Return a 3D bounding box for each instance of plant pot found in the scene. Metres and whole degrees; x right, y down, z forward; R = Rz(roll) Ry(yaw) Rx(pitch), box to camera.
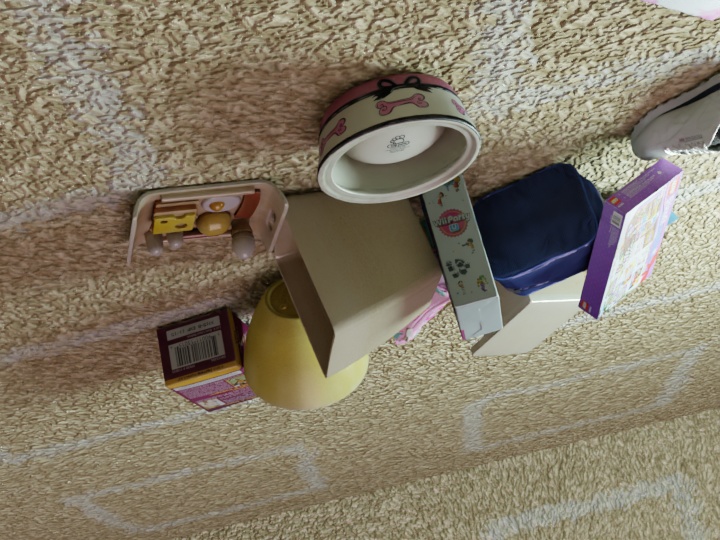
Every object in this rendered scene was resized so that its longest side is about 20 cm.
[{"bbox_3d":[0.000,0.000,1.612,0.175,0.202,0.200,-20,161,-13],"label":"plant pot"},{"bbox_3d":[-0.091,0.091,1.812,0.197,0.201,0.143,-11,132,-6],"label":"plant pot"}]

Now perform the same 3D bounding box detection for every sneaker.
[{"bbox_3d":[0.436,-0.185,1.549,0.076,0.081,0.200,0,158,-36],"label":"sneaker"}]

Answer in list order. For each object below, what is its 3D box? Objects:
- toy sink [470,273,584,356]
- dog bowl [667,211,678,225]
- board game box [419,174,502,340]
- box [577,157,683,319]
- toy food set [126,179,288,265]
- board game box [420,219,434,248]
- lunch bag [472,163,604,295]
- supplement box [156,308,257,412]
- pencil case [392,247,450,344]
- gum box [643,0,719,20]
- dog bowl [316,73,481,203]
[{"bbox_3d":[0.269,0.049,1.991,0.129,0.113,0.200,-1,151,-29],"label":"toy sink"},{"bbox_3d":[0.394,-0.060,1.793,0.199,0.050,0.111,-27,178,-32],"label":"dog bowl"},{"bbox_3d":[0.133,-0.026,1.593,0.063,0.202,0.148,-15,158,2],"label":"board game box"},{"bbox_3d":[0.373,-0.042,1.641,0.136,0.039,0.202,-33,145,-33],"label":"box"},{"bbox_3d":[-0.201,-0.051,1.524,0.197,0.061,0.144,-7,158,-17],"label":"toy food set"},{"bbox_3d":[0.135,-0.019,1.828,0.198,0.047,0.151,4,153,-38],"label":"board game box"},{"bbox_3d":[0.259,-0.049,1.700,0.198,0.137,0.132,-22,157,21],"label":"lunch bag"},{"bbox_3d":[-0.235,0.151,1.953,0.129,0.104,0.200,-16,158,8],"label":"supplement box"},{"bbox_3d":[0.092,0.038,1.764,0.086,0.088,0.200,-2,155,-27],"label":"pencil case"},{"bbox_3d":[0.327,-0.318,1.161,0.198,0.067,0.113,3,155,-38],"label":"gum box"},{"bbox_3d":[0.039,-0.156,1.388,0.197,0.075,0.201,-11,159,-4],"label":"dog bowl"}]
